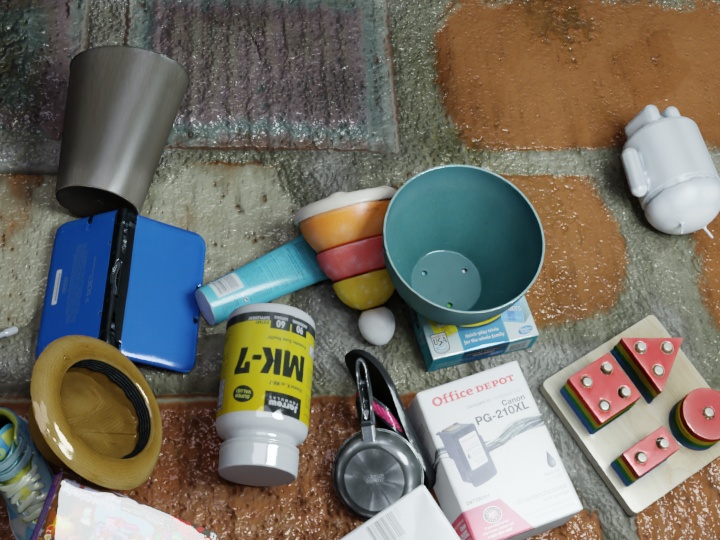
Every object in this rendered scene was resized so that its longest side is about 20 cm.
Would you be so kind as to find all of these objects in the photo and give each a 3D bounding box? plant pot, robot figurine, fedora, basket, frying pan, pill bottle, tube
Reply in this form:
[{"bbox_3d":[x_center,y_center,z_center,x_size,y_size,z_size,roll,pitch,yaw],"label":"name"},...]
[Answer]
[{"bbox_3d":[0.119,-0.012,1.321,0.197,0.135,0.202,2,64,-5],"label":"plant pot"},{"bbox_3d":[0.444,-0.136,1.488,0.168,0.113,0.202,-2,63,-24],"label":"robot figurine"},{"bbox_3d":[-0.319,0.173,1.216,0.081,0.200,0.203,-27,63,25],"label":"fedora"},{"bbox_3d":[-0.331,-0.177,1.403,0.178,0.136,0.202,-1,66,24],"label":"basket"},{"bbox_3d":[0.027,0.212,1.260,0.114,0.031,0.192,13,97,12],"label":"frying pan"},{"bbox_3d":[-0.116,0.152,1.277,0.113,0.115,0.202,5,64,-5],"label":"pill bottle"},{"bbox_3d":[-0.120,0.009,1.387,0.199,0.050,0.078,-25,81,-24],"label":"tube"}]

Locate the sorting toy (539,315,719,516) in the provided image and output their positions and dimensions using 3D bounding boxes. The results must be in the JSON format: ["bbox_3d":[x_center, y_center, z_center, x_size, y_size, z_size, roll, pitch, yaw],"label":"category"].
[{"bbox_3d":[0.371,0.173,1.350,0.197,0.070,0.201,-28,70,-19],"label":"sorting toy"}]

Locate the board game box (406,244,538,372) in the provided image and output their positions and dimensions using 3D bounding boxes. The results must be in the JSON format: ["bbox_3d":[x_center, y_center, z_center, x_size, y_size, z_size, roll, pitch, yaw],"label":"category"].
[{"bbox_3d":[0.134,0.021,1.409,0.149,0.047,0.202,-12,66,-13],"label":"board game box"}]

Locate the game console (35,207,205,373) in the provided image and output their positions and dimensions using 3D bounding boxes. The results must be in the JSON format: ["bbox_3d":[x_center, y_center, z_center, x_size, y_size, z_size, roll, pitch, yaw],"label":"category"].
[{"bbox_3d":[-0.309,0.035,1.364,0.169,0.118,0.202,-11,61,23],"label":"game console"}]

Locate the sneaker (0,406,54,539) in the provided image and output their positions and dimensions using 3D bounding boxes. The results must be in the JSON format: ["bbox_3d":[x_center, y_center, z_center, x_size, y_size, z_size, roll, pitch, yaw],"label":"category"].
[{"bbox_3d":[-0.385,0.244,1.184,0.079,0.131,0.201,-31,71,-12],"label":"sneaker"}]

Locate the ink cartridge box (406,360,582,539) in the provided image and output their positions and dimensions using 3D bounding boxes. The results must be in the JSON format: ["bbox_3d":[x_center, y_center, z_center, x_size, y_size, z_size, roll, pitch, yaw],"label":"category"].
[{"bbox_3d":[0.159,0.231,1.287,0.143,0.085,0.202,-16,67,-15],"label":"ink cartridge box"}]

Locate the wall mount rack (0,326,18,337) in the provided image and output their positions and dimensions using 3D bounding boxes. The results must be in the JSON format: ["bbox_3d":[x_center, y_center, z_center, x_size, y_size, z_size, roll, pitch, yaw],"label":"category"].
[{"bbox_3d":[-0.534,0.077,1.289,0.200,0.075,0.174,43,70,14],"label":"wall mount rack"}]

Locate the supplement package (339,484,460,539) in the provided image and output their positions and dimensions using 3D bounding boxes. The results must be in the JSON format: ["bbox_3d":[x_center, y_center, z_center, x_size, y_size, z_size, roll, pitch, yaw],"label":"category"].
[{"bbox_3d":[0.039,0.339,1.153,0.121,0.201,0.120,-30,71,-20],"label":"supplement package"}]

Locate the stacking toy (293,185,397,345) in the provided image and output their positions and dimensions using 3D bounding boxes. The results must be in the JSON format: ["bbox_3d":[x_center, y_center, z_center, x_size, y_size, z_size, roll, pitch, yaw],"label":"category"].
[{"bbox_3d":[0.000,0.000,1.371,0.144,0.146,0.202,-12,86,-13],"label":"stacking toy"}]

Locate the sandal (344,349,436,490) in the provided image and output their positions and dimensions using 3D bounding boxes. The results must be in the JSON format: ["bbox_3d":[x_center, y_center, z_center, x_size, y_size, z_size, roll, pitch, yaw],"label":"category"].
[{"bbox_3d":[0.028,0.186,1.298,0.045,0.075,0.201,-20,70,-25],"label":"sandal"}]

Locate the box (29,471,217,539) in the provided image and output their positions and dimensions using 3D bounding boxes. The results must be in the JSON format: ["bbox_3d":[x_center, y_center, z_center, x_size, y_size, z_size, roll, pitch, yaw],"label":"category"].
[{"bbox_3d":[-0.271,0.327,1.169,0.199,0.039,0.138,27,61,-21],"label":"box"}]
